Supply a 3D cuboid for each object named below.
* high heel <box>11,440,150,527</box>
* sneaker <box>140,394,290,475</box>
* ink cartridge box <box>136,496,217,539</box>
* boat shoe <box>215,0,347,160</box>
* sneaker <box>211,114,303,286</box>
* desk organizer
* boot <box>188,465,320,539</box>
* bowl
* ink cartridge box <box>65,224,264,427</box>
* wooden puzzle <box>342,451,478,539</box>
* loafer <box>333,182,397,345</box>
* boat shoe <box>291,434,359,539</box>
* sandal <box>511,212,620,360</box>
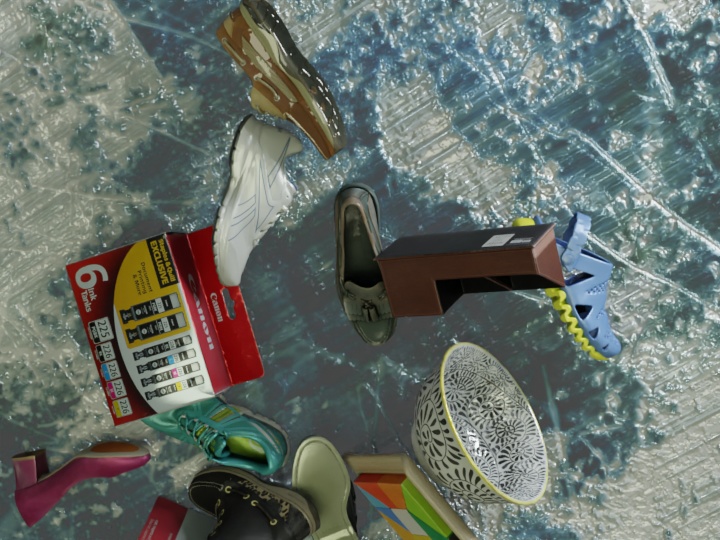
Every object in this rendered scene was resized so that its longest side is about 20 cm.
[{"bbox_3d":[-0.351,0.273,1.520,0.199,0.067,0.096,-8,96,13],"label":"high heel"},{"bbox_3d":[-0.182,0.195,1.479,0.199,0.080,0.078,19,107,1],"label":"sneaker"},{"bbox_3d":[-0.205,0.413,1.514,0.199,0.145,0.146,24,107,-4],"label":"ink cartridge box"},{"bbox_3d":[-0.090,-0.210,1.357,0.074,0.076,0.200,-32,94,19],"label":"boat shoe"},{"bbox_3d":[-0.122,-0.075,1.386,0.087,0.075,0.201,14,97,-8],"label":"sneaker"},{"bbox_3d":[0.125,0.002,1.360,0.199,0.072,0.077,-4,110,31],"label":"desk organizer"},{"bbox_3d":[-0.165,0.316,1.446,0.200,0.151,0.073,11,127,34],"label":"boot"},{"bbox_3d":[0.123,0.194,1.398,0.094,0.201,0.201,-31,102,30],"label":"bowl"},{"bbox_3d":[-0.228,0.061,1.417,0.175,0.084,0.201,-18,90,9],"label":"ink cartridge box"},{"bbox_3d":[0.067,0.293,1.434,0.037,0.200,0.185,-43,101,-20],"label":"wooden puzzle"},{"bbox_3d":[0.000,0.000,1.412,0.072,0.063,0.201,-8,106,8],"label":"loafer"},{"bbox_3d":[-0.042,0.287,1.503,0.074,0.066,0.200,-21,110,-3],"label":"boat shoe"},{"bbox_3d":[0.256,0.013,1.389,0.087,0.080,0.200,-28,104,8],"label":"sandal"}]
